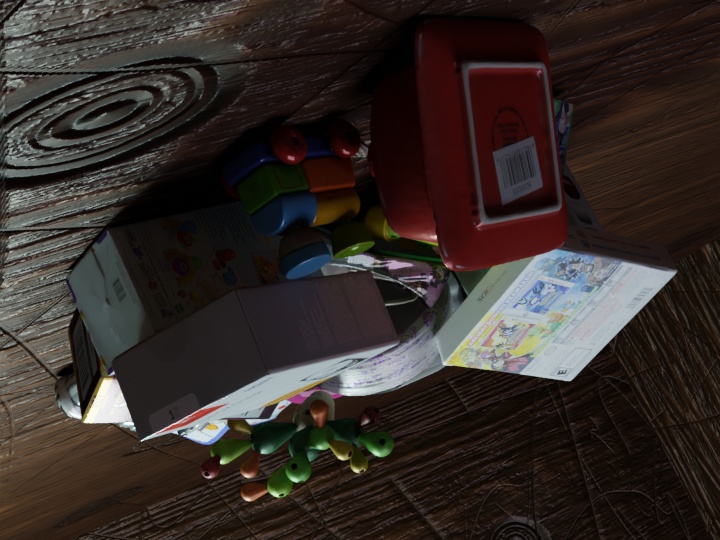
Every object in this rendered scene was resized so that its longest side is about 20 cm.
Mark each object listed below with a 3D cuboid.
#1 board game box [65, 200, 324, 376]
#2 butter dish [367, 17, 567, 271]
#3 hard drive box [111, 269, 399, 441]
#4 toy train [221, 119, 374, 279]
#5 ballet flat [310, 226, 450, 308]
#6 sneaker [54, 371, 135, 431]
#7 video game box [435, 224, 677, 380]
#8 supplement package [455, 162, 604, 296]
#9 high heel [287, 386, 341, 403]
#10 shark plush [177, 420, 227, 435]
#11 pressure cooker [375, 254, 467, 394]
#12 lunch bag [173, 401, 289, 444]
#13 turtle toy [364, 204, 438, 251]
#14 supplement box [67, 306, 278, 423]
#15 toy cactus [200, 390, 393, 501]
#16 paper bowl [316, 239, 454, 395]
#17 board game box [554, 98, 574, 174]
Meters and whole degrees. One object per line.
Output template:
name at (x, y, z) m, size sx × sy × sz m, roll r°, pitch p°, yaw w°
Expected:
board game box at (-0.151, 0.010, 1.150) m, size 0.200 × 0.105 × 0.103 m, roll -15°, pitch 164°, yaw -42°
butter dish at (0.071, -0.102, 1.047) m, size 0.147 × 0.200 × 0.200 m, roll -5°, pitch -176°, yaw 39°
hard drive box at (-0.088, 0.070, 1.076) m, size 0.156 × 0.077 × 0.200 m, roll -29°, pitch 168°, yaw 33°
toy train at (-0.019, -0.063, 1.079) m, size 0.085 × 0.116 × 0.200 m, roll -30°, pitch 168°, yaw 39°
ballet flat at (0.000, 0.000, 1.298) m, size 0.199 × 0.071 × 0.069 m, roll 14°, pitch 179°, yaw -21°
sneaker at (-0.261, 0.139, 1.508) m, size 0.115 × 0.075 × 0.200 m, roll -40°, pitch 150°, yaw 29°
video game box at (0.205, 0.037, 1.320) m, size 0.182 × 0.047 × 0.200 m, roll 8°, pitch 135°, yaw -32°
supplement package at (0.195, -0.040, 1.469) m, size 0.147 × 0.192 × 0.200 m, roll -31°, pitch 168°, yaw 19°
high heel at (-0.088, 0.112, 1.434) m, size 0.199 × 0.068 × 0.096 m, roll 3°, pitch 161°, yaw -15°
shark plush at (-0.142, 0.112, 1.342) m, size 0.091 × 0.084 × 0.200 m, roll -10°, pitch 163°, yaw -44°
pressure cooker at (0.048, 0.061, 1.617) m, size 0.200 × 0.176 × 0.179 m, roll -15°, pitch 135°, yaw -54°
lunch bag at (-0.189, 0.163, 1.719) m, size 0.199 × 0.124 × 0.170 m, roll -8°, pitch 161°, yaw -28°
turtle toy at (0.083, -0.070, 1.291) m, size 0.145 × 0.101 × 0.200 m, roll 13°, pitch 178°, yaw 30°
supplement box at (-0.178, 0.082, 1.229) m, size 0.199 × 0.111 × 0.086 m, roll 2°, pitch 142°, yaw -28°
toy cactus at (-0.063, 0.170, 1.327) m, size 0.199 × 0.103 × 0.165 m, roll -16°, pitch -163°, yaw 14°
paper bowl at (0.009, 0.055, 1.417) m, size 0.200 × 0.201 × 0.105 m, roll -25°, pitch 135°, yaw -5°
board game box at (0.163, -0.113, 1.255) m, size 0.029 × 0.135 × 0.200 m, roll 12°, pitch -173°, yaw 27°
